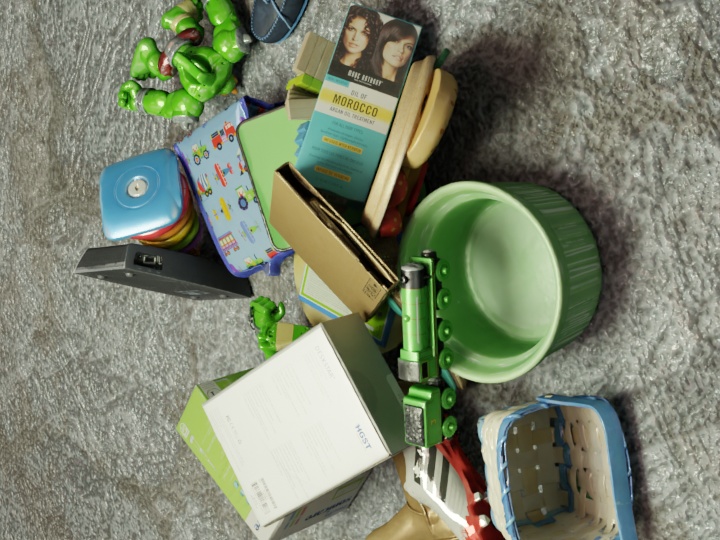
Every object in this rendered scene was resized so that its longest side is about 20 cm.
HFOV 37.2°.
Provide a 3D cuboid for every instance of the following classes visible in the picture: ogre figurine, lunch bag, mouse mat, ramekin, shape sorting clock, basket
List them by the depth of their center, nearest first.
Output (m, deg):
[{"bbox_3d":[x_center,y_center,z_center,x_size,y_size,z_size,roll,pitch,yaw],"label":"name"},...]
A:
[{"bbox_3d":[0.199,0.198,1.021,0.200,0.139,0.177,-165,65,-74],"label":"basket"},{"bbox_3d":[0.142,0.005,1.073,0.200,0.098,0.200,12,108,42],"label":"ramekin"},{"bbox_3d":[-0.033,-0.123,1.210,0.200,0.008,0.161,-18,89,15],"label":"mouse mat"},{"bbox_3d":[0.000,0.000,1.249,0.200,0.039,0.200,9,104,39],"label":"shape sorting clock"},{"bbox_3d":[-0.057,0.127,1.274,0.200,0.098,0.120,22,144,15],"label":"ogre figurine"},{"bbox_3d":[-0.131,-0.090,1.303,0.150,0.094,0.200,-24,77,44],"label":"lunch bag"},{"bbox_3d":[-0.215,-0.262,1.337,0.200,0.098,0.120,-44,67,-5],"label":"ogre figurine"}]

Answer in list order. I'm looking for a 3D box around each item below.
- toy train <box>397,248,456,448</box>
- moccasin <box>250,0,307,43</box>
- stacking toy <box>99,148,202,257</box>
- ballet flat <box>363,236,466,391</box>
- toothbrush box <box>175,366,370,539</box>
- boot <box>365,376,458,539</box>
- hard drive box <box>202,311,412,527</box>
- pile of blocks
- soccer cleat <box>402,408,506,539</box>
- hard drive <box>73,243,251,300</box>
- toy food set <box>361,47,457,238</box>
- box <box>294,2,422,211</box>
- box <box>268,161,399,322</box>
[{"bbox_3d":[0.063,0.080,1.058,0.042,0.056,0.200,7,105,43],"label":"toy train"},{"bbox_3d":[-0.096,-0.359,1.237,0.080,0.068,0.200,40,125,30],"label":"moccasin"},{"bbox_3d":[-0.250,-0.059,1.401,0.110,0.200,0.116,-16,60,8],"label":"stacking toy"},{"bbox_3d":[0.070,0.039,1.158,0.200,0.065,0.071,53,171,-13],"label":"ballet flat"},{"bbox_3d":[-0.109,0.222,1.334,0.200,0.145,0.086,48,128,26],"label":"toothbrush box"},{"bbox_3d":[0.051,0.228,1.242,0.175,0.066,0.200,-20,87,32],"label":"boot"},{"bbox_3d":[-0.055,0.163,1.158,0.200,0.077,0.156,-34,78,32],"label":"hard drive box"},{"bbox_3d":[-0.051,-0.155,1.173,0.062,0.082,0.200,177,90,-65],"label":"pile of blocks"},{"bbox_3d":[0.094,0.237,1.148,0.085,0.069,0.200,-36,75,30],"label":"soccer cleat"},{"bbox_3d":[-0.254,0.004,1.393,0.135,0.200,0.042,-4,76,45],"label":"hard drive"},{"bbox_3d":[0.050,-0.126,1.081,0.049,0.198,0.200,18,117,-2],"label":"toy food set"},{"bbox_3d":[-0.005,-0.171,1.120,0.049,0.082,0.200,130,158,-80],"label":"box"},{"bbox_3d":[-0.034,-0.023,1.120,0.164,0.021,0.200,47,168,4],"label":"box"}]
